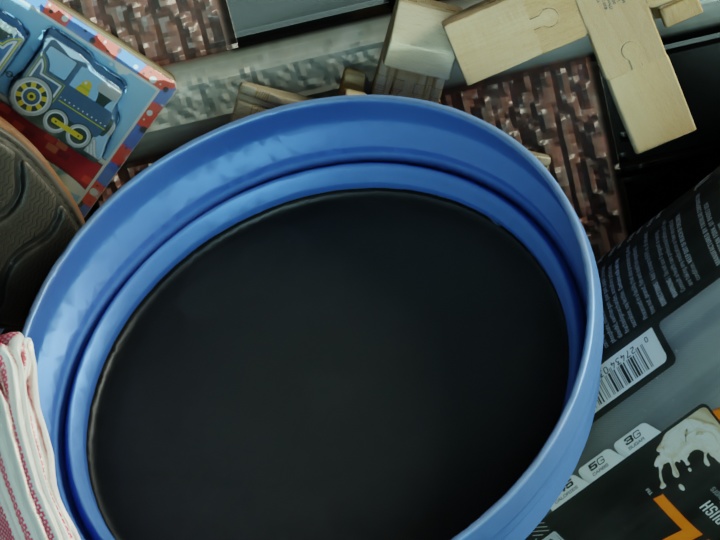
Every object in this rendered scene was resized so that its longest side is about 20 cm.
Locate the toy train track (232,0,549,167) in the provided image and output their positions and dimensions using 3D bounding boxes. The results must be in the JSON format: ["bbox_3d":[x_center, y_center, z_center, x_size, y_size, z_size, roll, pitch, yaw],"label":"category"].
[{"bbox_3d":[0.000,0.000,1.045,0.115,0.033,0.200,13,113,-6],"label":"toy train track"}]

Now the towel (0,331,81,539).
[{"bbox_3d":[-0.126,0.123,0.941,0.030,0.147,0.200,-12,160,-32],"label":"towel"}]

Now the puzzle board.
[{"bbox_3d":[-0.189,-0.062,1.031,0.200,0.017,0.151,33,108,-14],"label":"puzzle board"}]

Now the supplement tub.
[{"bbox_3d":[0.099,0.059,0.991,0.200,0.123,0.123,-39,109,23],"label":"supplement tub"}]

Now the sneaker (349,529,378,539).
[{"bbox_3d":[-0.035,0.168,0.959,0.081,0.077,0.200,37,91,-4],"label":"sneaker"}]

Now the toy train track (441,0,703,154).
[{"bbox_3d":[0.124,-0.116,1.012,0.200,0.033,0.115,-22,104,1],"label":"toy train track"}]

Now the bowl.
[{"bbox_3d":[-0.016,0.033,0.944,0.200,0.201,0.039,-19,141,6],"label":"bowl"}]

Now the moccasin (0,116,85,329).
[{"bbox_3d":[-0.178,-0.043,0.992,0.201,0.078,0.074,27,95,-32],"label":"moccasin"}]
